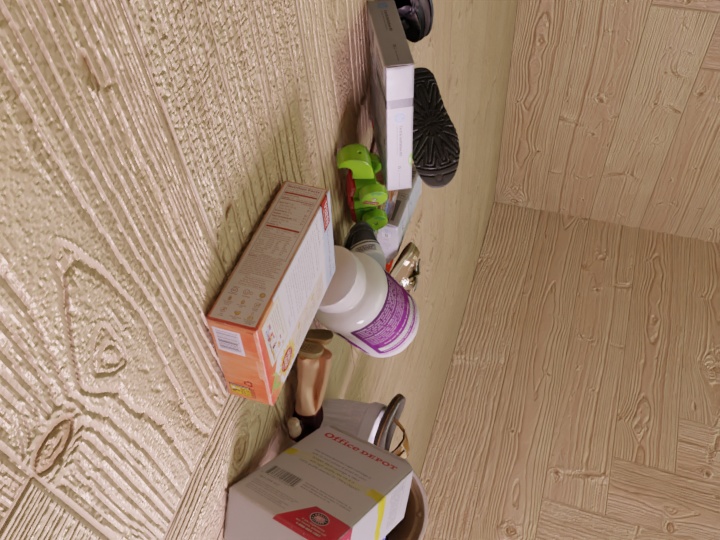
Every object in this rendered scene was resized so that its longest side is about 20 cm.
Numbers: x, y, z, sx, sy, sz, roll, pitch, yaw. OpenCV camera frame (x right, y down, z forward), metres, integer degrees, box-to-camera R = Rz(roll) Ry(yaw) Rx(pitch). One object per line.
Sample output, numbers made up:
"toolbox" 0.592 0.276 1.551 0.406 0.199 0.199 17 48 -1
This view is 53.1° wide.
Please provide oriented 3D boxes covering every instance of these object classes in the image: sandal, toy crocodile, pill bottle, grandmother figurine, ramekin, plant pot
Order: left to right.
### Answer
"grandmother figurine" -0.070 0.188 0.987 0.121 0.060 0.201 -38 137 -56
"ramekin" -0.031 0.298 1.136 0.200 0.104 0.202 13 90 -77
"pill bottle" -0.001 0.041 0.979 0.200 0.112 0.113 42 60 -58
"toy crocodile" 0.004 -0.108 1.028 0.200 0.061 0.068 83 -2 -67
"plant pot" 0.014 0.435 1.318 0.184 0.199 0.202 97 9 -73
"sandal" 0.045 0.290 1.102 0.082 0.054 0.201 51 53 -73

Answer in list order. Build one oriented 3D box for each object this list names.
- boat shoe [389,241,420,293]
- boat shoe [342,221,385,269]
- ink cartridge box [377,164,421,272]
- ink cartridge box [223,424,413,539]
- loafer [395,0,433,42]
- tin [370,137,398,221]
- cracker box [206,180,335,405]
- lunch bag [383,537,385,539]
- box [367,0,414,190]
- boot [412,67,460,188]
"boat shoe" 0.083 0.024 1.360 0.073 0.062 0.200 -56 171 -36
"boat shoe" 0.000 0.000 1.097 0.200 0.071 0.068 89 -11 -59
"ink cartridge box" 0.077 -0.079 1.375 0.201 0.047 0.161 82 24 -52
"ink cartridge box" -0.045 0.285 0.879 0.200 0.144 0.084 -21 125 -55
"loafer" 0.051 -0.389 0.988 0.063 0.072 0.200 -51 151 -19
"tin" 0.043 -0.174 1.173 0.112 0.042 0.202 28 74 -80
"cracker box" -0.087 0.021 0.768 0.134 0.057 0.201 88 20 -48
"lunch bag" -0.060 0.419 0.983 0.124 0.169 0.201 -53 151 -67
"box" 0.040 -0.234 0.977 0.201 0.041 0.157 88 -6 -48
"boot" 0.101 -0.197 1.078 0.200 0.072 0.183 83 0 -85
